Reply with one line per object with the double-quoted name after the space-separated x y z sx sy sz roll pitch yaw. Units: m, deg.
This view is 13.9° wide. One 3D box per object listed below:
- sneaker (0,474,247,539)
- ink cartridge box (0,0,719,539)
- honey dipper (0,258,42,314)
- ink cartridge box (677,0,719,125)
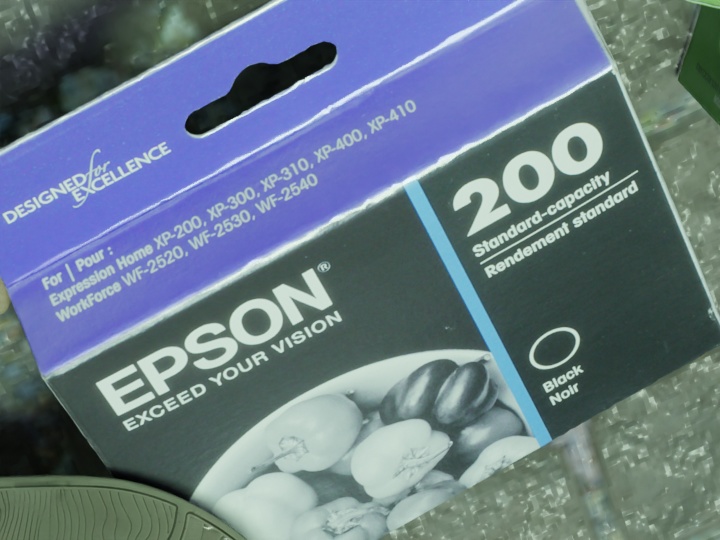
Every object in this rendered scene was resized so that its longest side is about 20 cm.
-0.121 0.103 0.924 0.199 0.106 0.075 16 73 -24 "sneaker"
0.000 0.000 0.912 0.197 0.043 0.200 -29 135 1 "ink cartridge box"
-0.031 -0.014 0.935 0.199 0.038 0.038 -7 115 -16 "honey dipper"
0.116 -0.136 0.886 0.059 0.104 0.201 8 111 -20 "ink cartridge box"
